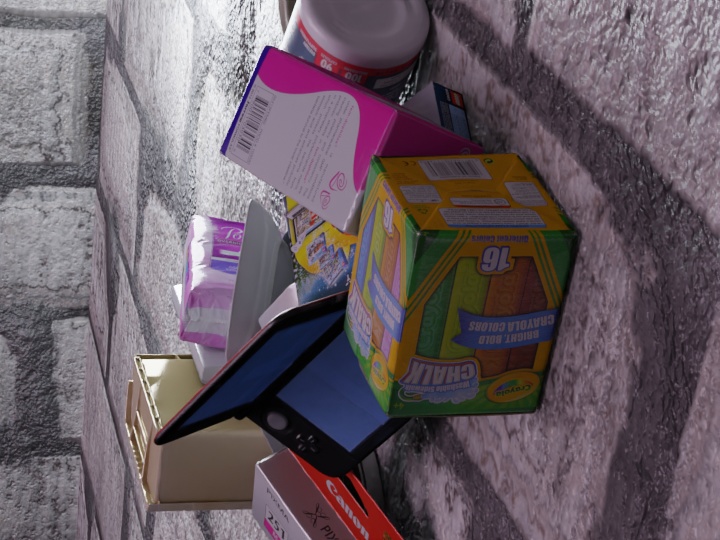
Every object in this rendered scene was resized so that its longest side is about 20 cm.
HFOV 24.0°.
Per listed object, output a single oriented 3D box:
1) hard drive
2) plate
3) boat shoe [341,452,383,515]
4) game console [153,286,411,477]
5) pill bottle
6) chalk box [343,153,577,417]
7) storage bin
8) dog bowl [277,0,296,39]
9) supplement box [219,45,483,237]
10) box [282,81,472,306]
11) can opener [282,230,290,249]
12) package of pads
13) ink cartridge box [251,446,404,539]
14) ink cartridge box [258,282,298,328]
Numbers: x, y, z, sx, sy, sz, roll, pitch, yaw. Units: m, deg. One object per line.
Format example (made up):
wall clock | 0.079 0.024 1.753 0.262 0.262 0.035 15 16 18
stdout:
hard drive | -0.133 0.070 1.917 0.200 0.131 0.027 -120 34 -59
plate | -0.083 0.062 1.709 0.200 0.032 0.201 68 -158 -48
boat shoe | -0.028 0.170 1.680 0.201 0.063 0.071 -110 26 -50
game console | -0.040 0.107 1.391 0.200 0.172 0.119 -43 15 37
pill bottle | -0.020 -0.177 1.545 0.200 0.118 0.120 116 150 -53
chalk box | 0.066 0.030 1.251 0.124 0.123 0.202 -119 32 -55
storage bin | -0.146 0.169 1.842 0.199 0.198 0.095 -123 37 -61
dog bowl | -0.025 -0.302 1.653 0.200 0.073 0.202 180 90 -73
supplement box | -0.010 -0.096 1.360 0.200 0.103 0.102 34 102 51
box | 0.017 -0.047 1.420 0.200 0.037 0.138 -35 53 38
can opener | -0.039 -0.027 1.704 0.200 0.066 0.054 134 136 -77
package of pads | -0.140 0.016 1.899 0.200 0.119 0.076 -98 22 -63
ink cartridge box | -0.028 0.243 1.555 0.200 0.043 0.174 50 153 28
ink cartridge box | -0.007 0.069 1.505 0.161 0.047 0.200 64 147 14
